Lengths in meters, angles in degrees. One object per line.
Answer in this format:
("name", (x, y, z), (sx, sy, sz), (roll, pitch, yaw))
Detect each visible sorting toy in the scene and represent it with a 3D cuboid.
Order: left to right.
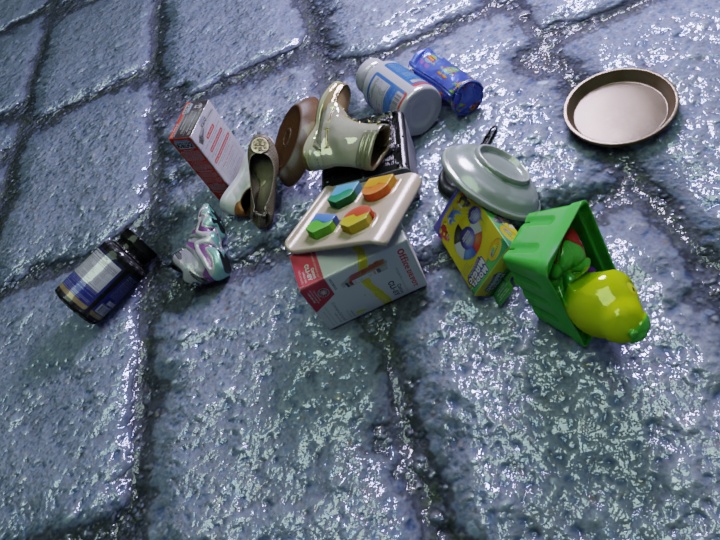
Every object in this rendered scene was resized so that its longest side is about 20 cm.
("sorting toy", (-0.015, -0.103, 1.019), (0.199, 0.037, 0.185), (-2, 41, 34))

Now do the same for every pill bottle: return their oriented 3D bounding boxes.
("pill bottle", (-0.540, 0.008, 1.293), (0.112, 0.112, 0.200), (32, 73, 36))
("pill bottle", (0.075, -0.384, 1.302), (0.112, 0.112, 0.200), (-37, 52, -5))

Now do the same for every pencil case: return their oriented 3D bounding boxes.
("pencil case", (0.176, -0.410, 1.297), (0.087, 0.078, 0.200), (-16, 46, -26))

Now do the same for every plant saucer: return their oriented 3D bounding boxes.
("plant saucer", (-0.144, -0.282, 1.296), (0.200, 0.037, 0.201), (-38, 45, 51))
("plant saucer", (0.237, -0.169, 1.046), (0.050, 0.199, 0.201), (-60, 41, 35))
("plant saucer", (0.484, -0.302, 1.126), (0.199, 0.030, 0.201), (-11, 54, 15))

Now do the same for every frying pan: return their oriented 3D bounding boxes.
("frying pan", (0.231, -0.208, 1.172), (0.190, 0.031, 0.115), (-42, 53, -5))

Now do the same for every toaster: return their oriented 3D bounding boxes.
("toaster", (0.017, -0.217, 1.207), (0.180, 0.119, 0.201), (-13, 53, 14))

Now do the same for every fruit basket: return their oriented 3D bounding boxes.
("fruit basket", (0.328, 0.019, 0.860), (0.215, 0.216, 0.156), (22, 68, 33))

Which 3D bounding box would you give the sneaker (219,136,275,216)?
("sneaker", (-0.227, -0.204, 1.339), (0.084, 0.073, 0.201), (20, 78, 29))

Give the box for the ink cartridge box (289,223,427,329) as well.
("ink cartridge box", (0.000, 0.000, 1.048), (0.199, 0.145, 0.084), (-25, 51, 5))

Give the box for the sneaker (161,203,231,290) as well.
("sneaker", (-0.358, -0.047, 1.275), (0.139, 0.078, 0.201), (-23, 51, 6))

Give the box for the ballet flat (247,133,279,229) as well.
("ballet flat", (-0.209, -0.188, 1.266), (0.067, 0.046, 0.201), (2, 92, 5))

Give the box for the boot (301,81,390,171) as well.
("boot", (-0.012, -0.273, 1.138), (0.154, 0.072, 0.201), (6, 65, 27))

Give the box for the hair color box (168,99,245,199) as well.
("hair color box", (-0.325, -0.262, 1.331), (0.064, 0.200, 0.111), (1, 57, 23))

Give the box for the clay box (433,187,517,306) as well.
("clay box", (0.204, -0.048, 1.018), (0.047, 0.115, 0.200), (3, 43, -29))
